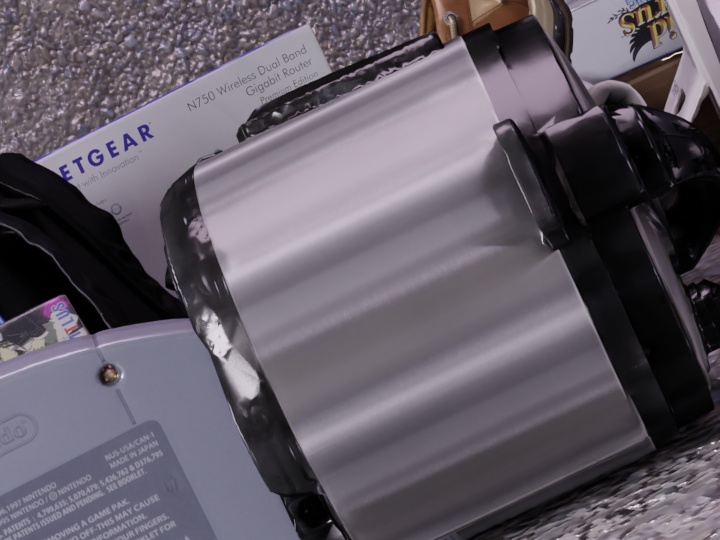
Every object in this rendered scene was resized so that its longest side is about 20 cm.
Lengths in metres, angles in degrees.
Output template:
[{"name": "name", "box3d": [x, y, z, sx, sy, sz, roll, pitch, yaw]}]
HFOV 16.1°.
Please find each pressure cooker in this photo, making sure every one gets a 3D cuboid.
[{"name": "pressure cooker", "box3d": [0.045, 0.004, 0.952, 0.199, 0.179, 0.176, -25, 27, 5]}]

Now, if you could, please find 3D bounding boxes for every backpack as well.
[{"name": "backpack", "box3d": [-0.168, 0.042, 1.322, 0.154, 0.191, 0.200, -36, 5, 16]}]

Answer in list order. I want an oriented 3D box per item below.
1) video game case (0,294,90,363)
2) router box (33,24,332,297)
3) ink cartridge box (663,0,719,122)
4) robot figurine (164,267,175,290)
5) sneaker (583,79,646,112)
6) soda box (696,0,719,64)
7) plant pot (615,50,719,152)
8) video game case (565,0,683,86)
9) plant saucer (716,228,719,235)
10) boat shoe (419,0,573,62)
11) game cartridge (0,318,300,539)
[{"name": "video game case", "box3d": [-0.202, 0.100, 1.099, 0.181, 0.036, 0.200, -28, -17, -19]}, {"name": "router box", "box3d": [-0.081, -0.019, 1.483, 0.199, 0.180, 0.049, -29, 8, -20]}, {"name": "ink cartridge box", "box3d": [0.220, -0.125, 1.166, 0.199, 0.126, 0.129, -25, 8, 7]}, {"name": "robot figurine", "box3d": [0.000, 0.000, 1.293, 0.199, 0.059, 0.145, -1, -13, 37]}, {"name": "sneaker", "box3d": [0.112, -0.051, 1.180, 0.077, 0.100, 0.200, 6, 31, -7]}, {"name": "soda box", "box3d": [0.182, -0.085, 1.021, 0.070, 0.201, 0.063, -24, -32, 15]}, {"name": "plant pot", "box3d": [0.158, -0.072, 1.379, 0.200, 0.093, 0.201, -26, 9, 4]}, {"name": "video game case", "box3d": [0.193, -0.160, 1.341, 0.180, 0.046, 0.200, -25, 8, 17]}, {"name": "plant saucer", "box3d": [0.257, -0.062, 1.216, 0.199, 0.032, 0.200, -27, 7, 4]}, {"name": "boat shoe", "box3d": [0.042, -0.031, 1.126, 0.073, 0.202, 0.076, 10, -10, -13]}, {"name": "game cartridge", "box3d": [-0.129, 0.105, 0.987, 0.199, 0.134, 0.040, -26, 15, -4]}]
